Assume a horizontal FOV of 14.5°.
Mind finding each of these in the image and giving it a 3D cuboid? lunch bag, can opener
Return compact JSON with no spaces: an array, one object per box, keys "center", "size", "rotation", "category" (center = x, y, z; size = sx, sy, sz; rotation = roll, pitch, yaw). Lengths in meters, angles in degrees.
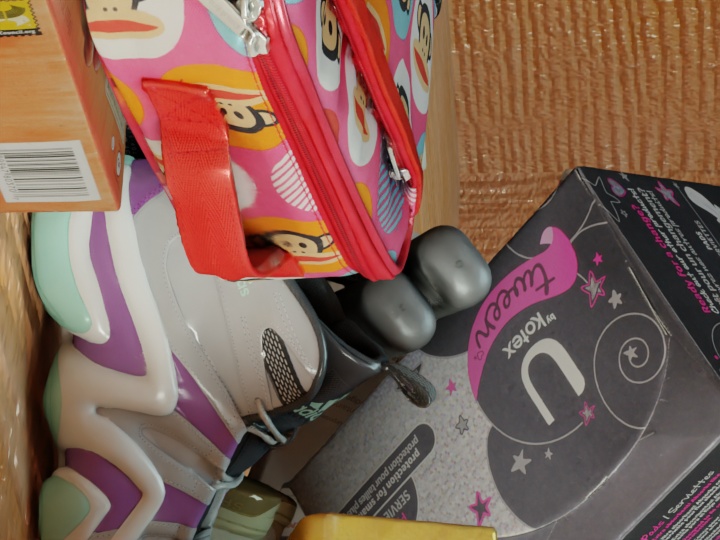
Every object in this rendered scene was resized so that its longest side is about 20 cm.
[{"center":[-0.029,-0.084,0.860],"size":[0.200,0.081,0.177],"rotation":[65,29,-62],"category":"lunch bag"},{"center":[0.000,0.000,1.111],"size":[0.067,0.053,0.200],"rotation":[53,-10,-1],"category":"can opener"}]

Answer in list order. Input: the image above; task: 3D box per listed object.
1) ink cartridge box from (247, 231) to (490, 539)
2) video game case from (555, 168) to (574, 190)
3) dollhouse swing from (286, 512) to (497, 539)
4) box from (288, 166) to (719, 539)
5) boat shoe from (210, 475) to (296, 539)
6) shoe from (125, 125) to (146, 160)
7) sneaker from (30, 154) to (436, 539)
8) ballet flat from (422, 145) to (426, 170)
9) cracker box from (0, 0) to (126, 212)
[{"center":[-0.007,0.093,1.333],"size":[0.145,0.083,0.201],"rotation":[-75,-174,-72],"category":"ink cartridge box"},{"center":[0.097,0.075,1.249],"size":[0.143,0.017,0.201],"rotation":[43,-62,49],"category":"video game case"},{"center":[-0.048,0.187,0.926],"size":[0.182,0.175,0.201],"rotation":[120,-29,-76],"category":"dollhouse swing"},{"center":[0.087,0.073,1.143],"size":[0.114,0.200,0.132],"rotation":[5,45,-50],"category":"box"},{"center":[-0.070,0.109,1.154],"size":[0.200,0.074,0.067],"rotation":[70,43,-84],"category":"boat shoe"},{"center":[-0.081,-0.098,1.021],"size":[0.200,0.071,0.092],"rotation":[91,0,-59],"category":"shoe"},{"center":[-0.042,0.058,1.006],"size":[0.078,0.139,0.201],"rotation":[-63,151,-76],"category":"sneaker"},{"center":[-0.019,-0.045,1.100],"size":[0.200,0.072,0.068],"rotation":[9,-76,64],"category":"ballet flat"},{"center":[-0.100,-0.135,0.847],"size":[0.134,0.057,0.201],"rotation":[79,11,-64],"category":"cracker box"}]
